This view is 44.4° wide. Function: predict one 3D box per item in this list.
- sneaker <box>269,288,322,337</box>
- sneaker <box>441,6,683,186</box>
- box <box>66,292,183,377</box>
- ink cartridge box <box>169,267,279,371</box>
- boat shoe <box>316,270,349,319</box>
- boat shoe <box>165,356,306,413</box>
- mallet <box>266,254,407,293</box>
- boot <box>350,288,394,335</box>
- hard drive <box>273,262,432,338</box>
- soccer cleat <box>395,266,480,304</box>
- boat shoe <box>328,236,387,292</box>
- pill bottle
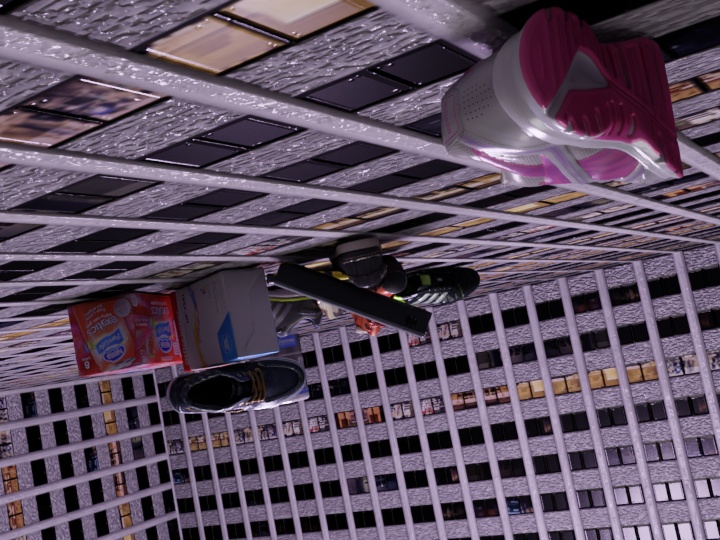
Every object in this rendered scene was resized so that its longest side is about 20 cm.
[{"bbox_3d":[-0.154,0.074,1.472,0.200,0.081,0.074,-10,174,-7],"label":"sneaker"},{"bbox_3d":[0.117,-0.089,0.503,0.088,0.081,0.200,-15,165,41],"label":"sneaker"},{"bbox_3d":[-0.316,0.091,1.242,0.095,0.100,0.200,-12,174,10],"label":"box"},{"bbox_3d":[-0.198,0.072,1.204,0.067,0.116,0.200,-7,172,-38],"label":"ink cartridge box"},{"bbox_3d":[-0.029,0.037,1.394,0.065,0.073,0.200,-7,174,7],"label":"boat shoe"},{"bbox_3d":[-0.154,0.159,1.183,0.200,0.071,0.091,-7,177,-27],"label":"boat shoe"},{"bbox_3d":[-0.034,0.004,1.269,0.200,0.041,0.066,1,-157,-4],"label":"mallet"},{"bbox_3d":[0.030,0.055,1.526,0.075,0.107,0.200,-7,171,-20],"label":"boot"},{"bbox_3d":[-0.005,0.037,1.154,0.200,0.033,0.140,20,-179,5],"label":"hard drive"},{"bbox_3d":[0.136,0.029,1.682,0.200,0.068,0.081,-10,161,-8],"label":"soccer cleat"},{"bbox_3d":[0.000,0.000,1.142,0.073,0.063,0.200,-13,175,-2],"label":"boat shoe"},{"bbox_3d":[-0.180,0.183,1.876,0.114,0.200,0.114,-11,175,-1],"label":"pill bottle"}]
